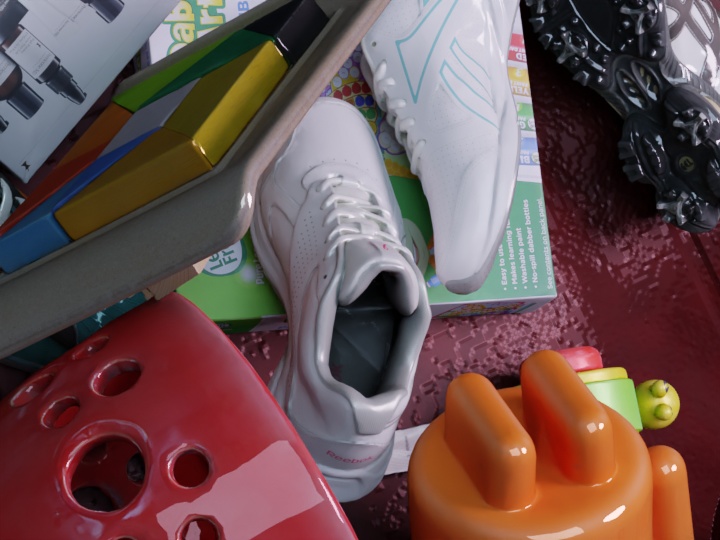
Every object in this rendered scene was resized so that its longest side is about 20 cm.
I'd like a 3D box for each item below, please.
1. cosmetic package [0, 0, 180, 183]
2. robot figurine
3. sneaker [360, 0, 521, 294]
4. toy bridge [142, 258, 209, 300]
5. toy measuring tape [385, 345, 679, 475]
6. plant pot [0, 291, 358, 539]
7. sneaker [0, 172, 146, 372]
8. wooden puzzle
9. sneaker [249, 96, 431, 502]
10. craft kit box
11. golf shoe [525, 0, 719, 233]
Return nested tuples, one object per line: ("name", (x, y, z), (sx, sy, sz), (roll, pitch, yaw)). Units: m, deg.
("cosmetic package", (-0.126, -0.144, 1.303), (0.083, 0.051, 0.200), (42, 85, -25))
("robot figurine", (0.079, 0.136, 1.298), (0.116, 0.201, 0.144), (15, 41, 25))
("sneaker", (0.037, -0.085, 1.344), (0.080, 0.070, 0.201), (3, 71, -8))
("toy bridge", (-0.066, -0.050, 1.282), (0.027, 0.067, 0.200), (46, 42, -14))
("toy measuring tape", (0.068, 0.078, 1.357), (0.199, 0.074, 0.074), (-8, 81, -19))
("plant pot", (-0.108, 0.138, 1.230), (0.182, 0.200, 0.201), (-32, 89, -11))
("sneaker", (-0.180, -0.012, 1.293), (0.199, 0.080, 0.072), (29, 72, -10))
("wooden puzzle", (-0.085, -0.056, 1.221), (0.037, 0.185, 0.200), (50, 39, -20))
("sneaker", (0.000, 0.000, 1.281), (0.078, 0.099, 0.201), (5, 62, -21))
("craft kit box", (-0.011, -0.073, 1.379), (0.197, 0.049, 0.201), (-5, 80, -15))
("golf shoe", (0.148, -0.120, 1.420), (0.094, 0.078, 0.201), (-36, 103, -55))
